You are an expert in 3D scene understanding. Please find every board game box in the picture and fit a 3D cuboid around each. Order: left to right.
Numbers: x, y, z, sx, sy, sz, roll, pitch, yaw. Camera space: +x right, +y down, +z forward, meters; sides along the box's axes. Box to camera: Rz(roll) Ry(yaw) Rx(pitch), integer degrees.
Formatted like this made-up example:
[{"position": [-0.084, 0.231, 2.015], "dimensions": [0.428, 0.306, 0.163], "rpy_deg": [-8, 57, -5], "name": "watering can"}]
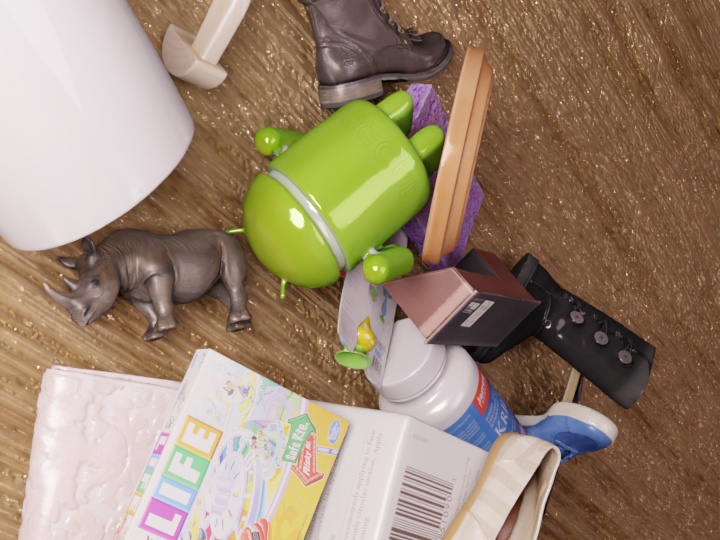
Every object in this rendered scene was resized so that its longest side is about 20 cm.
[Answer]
[{"position": [-0.104, 0.181, 0.786], "dimensions": [0.133, 0.034, 0.203], "rpy_deg": [29, 73, -22], "name": "board game box"}]

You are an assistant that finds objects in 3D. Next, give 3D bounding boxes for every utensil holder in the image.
[{"position": [-0.223, -0.139, 0.668], "dimensions": [0.171, 0.168, 0.201], "rpy_deg": [-53, 131, -32], "name": "utensil holder"}]

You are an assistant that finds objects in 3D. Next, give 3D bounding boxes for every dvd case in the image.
[{"position": [0.242, 0.216, 1.274], "dimensions": [0.149, 0.016, 0.202], "rpy_deg": [72, 36, -63], "name": "dvd case"}]

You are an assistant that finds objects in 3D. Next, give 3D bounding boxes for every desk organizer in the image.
[{"position": [0.105, 0.024, 1.045], "dimensions": [0.072, 0.077, 0.199], "rpy_deg": [-46, 158, 16], "name": "desk organizer"}]

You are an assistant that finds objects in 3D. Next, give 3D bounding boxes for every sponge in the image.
[{"position": [0.076, -0.087, 1.075], "dimensions": [0.200, 0.029, 0.113], "rpy_deg": [53, 53, -52], "name": "sponge"}]

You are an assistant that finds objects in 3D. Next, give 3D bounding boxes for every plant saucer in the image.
[{"position": [0.092, -0.104, 0.957], "dimensions": [0.200, 0.032, 0.204], "rpy_deg": [14, 90, -86], "name": "plant saucer"}]

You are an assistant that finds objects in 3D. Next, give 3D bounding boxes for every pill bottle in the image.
[{"position": [0.087, 0.144, 1.070], "dimensions": [0.201, 0.111, 0.113], "rpy_deg": [51, 56, -36], "name": "pill bottle"}]

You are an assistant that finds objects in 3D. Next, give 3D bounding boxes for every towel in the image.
[{"position": [-0.166, 0.186, 0.800], "dimensions": [0.188, 0.032, 0.204], "rpy_deg": [11, 82, -30], "name": "towel"}]

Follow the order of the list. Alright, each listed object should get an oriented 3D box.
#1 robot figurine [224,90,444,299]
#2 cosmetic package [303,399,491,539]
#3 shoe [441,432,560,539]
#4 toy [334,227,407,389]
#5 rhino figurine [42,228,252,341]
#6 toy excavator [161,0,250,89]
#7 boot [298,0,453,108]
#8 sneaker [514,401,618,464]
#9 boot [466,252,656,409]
[{"position": [-0.018, -0.067, 0.902], "dimensions": [0.199, 0.116, 0.176], "rpy_deg": [-40, 79, -12], "name": "robot figurine"}, {"position": [-0.003, 0.216, 0.907], "dimensions": [0.164, 0.198, 0.167], "rpy_deg": [29, 71, -43], "name": "cosmetic package"}, {"position": [0.109, 0.222, 0.842], "dimensions": [0.070, 0.053, 0.202], "rpy_deg": [48, 58, -36], "name": "shoe"}, {"position": [0.000, 0.000, 1.003], "dimensions": [0.115, 0.046, 0.203], "rpy_deg": [56, 34, -51], "name": "toy"}, {"position": [-0.164, 0.008, 0.816], "dimensions": [0.198, 0.059, 0.089], "rpy_deg": [-3, 75, -48], "name": "rhino figurine"}, {"position": [-0.100, -0.276, 0.834], "dimensions": [0.099, 0.193, 0.203], "rpy_deg": [18, 51, -47], "name": "toy excavator"}, {"position": [0.009, -0.262, 0.994], "dimensions": [0.199, 0.069, 0.177], "rpy_deg": [-30, 114, -41], "name": "boot"}, {"position": [0.196, 0.213, 1.139], "dimensions": [0.076, 0.199, 0.112], "rpy_deg": [38, 63, -21], "name": "sneaker"}, {"position": [0.237, 0.096, 1.198], "dimensions": [0.199, 0.066, 0.165], "rpy_deg": [39, 58, -3], "name": "boot"}]
